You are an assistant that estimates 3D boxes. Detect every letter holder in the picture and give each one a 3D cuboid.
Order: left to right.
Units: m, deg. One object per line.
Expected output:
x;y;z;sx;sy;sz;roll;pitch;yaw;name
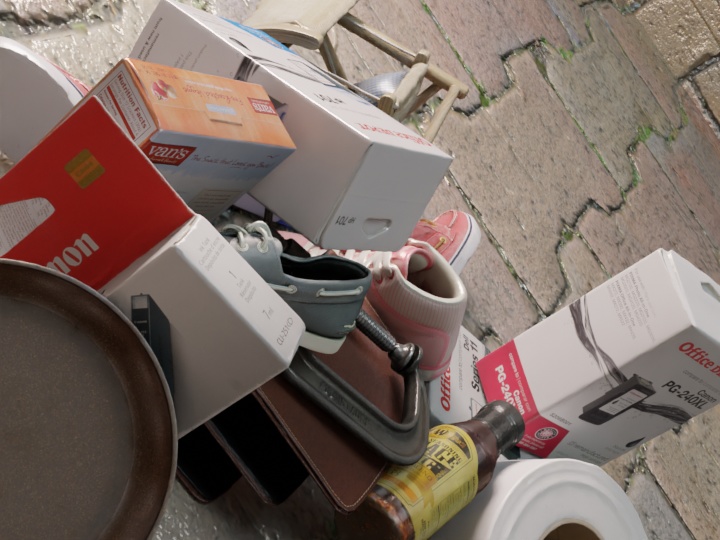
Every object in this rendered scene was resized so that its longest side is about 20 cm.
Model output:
-0.048;0.099;0.933;0.142;0.101;0.200;54;28;-9;letter holder

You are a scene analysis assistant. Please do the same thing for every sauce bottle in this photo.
0.060;0.155;0.963;0.200;0.066;0.066;-30;86;-51;sauce bottle

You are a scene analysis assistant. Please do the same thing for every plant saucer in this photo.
-0.197;0.094;0.661;0.200;0.200;0.032;50;-15;-12;plant saucer

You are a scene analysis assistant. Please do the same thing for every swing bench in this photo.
-0.026;-0.170;1.138;0.200;0.130;0.199;48;27;-11;swing bench

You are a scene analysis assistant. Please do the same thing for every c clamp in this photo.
-0.010;0.042;0.913;0.200;0.027;0.171;46;30;-21;c clamp

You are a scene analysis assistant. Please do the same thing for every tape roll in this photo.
0.146;0.253;1.015;0.202;0.071;0.203;7;78;-38;tape roll

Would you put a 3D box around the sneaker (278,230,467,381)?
0.000;0.000;1.035;0.200;0.105;0.075;31;43;11;sneaker

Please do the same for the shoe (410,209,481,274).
0.059;-0.032;1.265;0.091;0.071;0.200;54;32;-15;shoe

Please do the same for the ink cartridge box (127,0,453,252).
-0.054;-0.102;0.908;0.200;0.086;0.146;35;14;21;ink cartridge box

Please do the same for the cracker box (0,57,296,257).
-0.156;-0.047;0.804;0.134;0.200;0.058;1;57;-58;cracker box

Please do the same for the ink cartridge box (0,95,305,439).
-0.161;0.028;0.719;0.176;0.200;0.045;48;29;-14;ink cartridge box

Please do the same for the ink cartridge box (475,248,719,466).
0.226;0.085;1.090;0.145;0.200;0.083;28;38;-43;ink cartridge box

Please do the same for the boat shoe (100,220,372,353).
-0.073;-0.008;0.788;0.200;0.062;0.073;26;19;-39;boat shoe

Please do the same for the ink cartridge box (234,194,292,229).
-0.107;-0.109;1.121;0.200;0.042;0.119;19;43;-46;ink cartridge box

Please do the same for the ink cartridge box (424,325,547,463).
0.097;0.144;1.127;0.200;0.083;0.147;40;31;-26;ink cartridge box

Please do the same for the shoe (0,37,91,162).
-0.203;-0.106;0.926;0.200;0.071;0.091;44;25;-26;shoe
